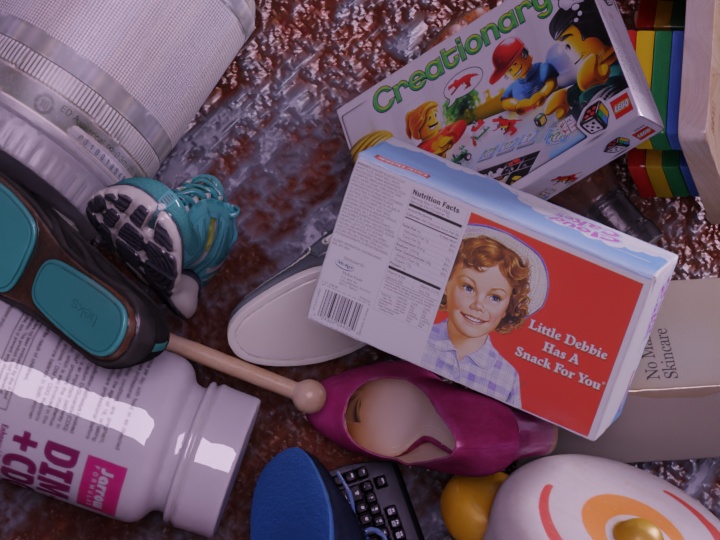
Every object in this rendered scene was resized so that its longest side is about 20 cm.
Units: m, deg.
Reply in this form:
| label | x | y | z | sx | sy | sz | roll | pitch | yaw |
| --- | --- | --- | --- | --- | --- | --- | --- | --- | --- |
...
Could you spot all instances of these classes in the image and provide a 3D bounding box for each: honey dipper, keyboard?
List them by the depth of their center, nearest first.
| label | x | y | z | sx | sy | sz | roll | pitch | yaw |
| --- | --- | --- | --- | --- | --- | --- | --- | --- | --- |
| keyboard | 0.032 | 0.215 | 1.739 | 0.104 | 0.040 | 0.200 | -19 | 79 | -7 |
| honey dipper | -0.116 | 0.052 | 1.756 | 0.200 | 0.038 | 0.038 | 22 | 76 | 10 |

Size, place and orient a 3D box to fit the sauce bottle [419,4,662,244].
| label | x | y | z | sx | sy | sz | roll | pitch | yaw |
| --- | --- | --- | --- | --- | --- | --- | --- | --- | --- |
| sauce bottle | 0.123 | -0.086 | 1.805 | 0.066 | 0.066 | 0.200 | -36 | 81 | -11 |

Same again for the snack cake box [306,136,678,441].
| label | x | y | z | sx | sy | sz | roll | pitch | yaw |
| --- | --- | --- | --- | --- | --- | --- | --- | --- | --- |
| snack cake box | 0.080 | 0.009 | 1.652 | 0.200 | 0.067 | 0.115 | 24 | 109 | 14 |

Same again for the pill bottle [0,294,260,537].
| label | x | y | z | sx | sy | sz | roll | pitch | yaw |
| --- | --- | --- | --- | --- | --- | --- | --- | --- | --- |
| pill bottle | -0.173 | 0.094 | 1.716 | 0.200 | 0.113 | 0.113 | 19 | 76 | 1 |

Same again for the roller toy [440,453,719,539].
| label | x | y | z | sx | sy | sz | roll | pitch | yaw |
| --- | --- | --- | --- | --- | --- | --- | --- | --- | --- |
| roller toy | 0.148 | 0.207 | 1.662 | 0.182 | 0.140 | 0.200 | 6 | 35 | -30 |

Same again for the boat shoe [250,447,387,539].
| label | x | y | z | sx | sy | sz | roll | pitch | yaw |
| --- | --- | --- | --- | --- | --- | --- | --- | --- | --- |
| boat shoe | -0.017 | 0.206 | 1.707 | 0.084 | 0.069 | 0.200 | -36 | 51 | 27 |

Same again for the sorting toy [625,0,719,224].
| label | x | y | z | sx | sy | sz | roll | pitch | yaw |
| --- | --- | --- | --- | --- | --- | --- | --- | --- | --- |
| sorting toy | 0.210 | -0.152 | 1.766 | 0.070 | 0.200 | 0.199 | 2 | 76 | 14 |

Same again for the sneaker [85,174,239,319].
| label | x | y | z | sx | sy | sz | roll | pitch | yaw |
| --- | --- | --- | --- | --- | --- | --- | --- | --- | --- |
| sneaker | -0.119 | -0.031 | 1.705 | 0.078 | 0.200 | 0.080 | 42 | 84 | 8 |

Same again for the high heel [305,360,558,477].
| label | x | y | z | sx | sy | sz | roll | pitch | yaw |
| --- | --- | --- | --- | --- | --- | --- | --- | --- | --- |
| high heel | 0.021 | 0.097 | 1.693 | 0.200 | 0.096 | 0.067 | 13 | 99 | 40 |

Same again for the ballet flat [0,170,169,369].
| label | x | y | z | sx | sy | sz | roll | pitch | yaw |
| --- | --- | --- | --- | --- | --- | --- | --- | --- | --- |
| ballet flat | -0.194 | 0.000 | 1.694 | 0.200 | 0.068 | 0.068 | 41 | 106 | 28 |

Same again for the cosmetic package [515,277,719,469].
| label | x | y | z | sx | sy | sz | roll | pitch | yaw |
| --- | --- | --- | --- | --- | --- | --- | --- | --- | --- |
| cosmetic package | 0.194 | 0.065 | 1.750 | 0.200 | 0.073 | 0.104 | -3 | 44 | -6 |

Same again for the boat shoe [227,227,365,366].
| label | x | y | z | sx | sy | sz | roll | pitch | yaw |
| --- | --- | --- | --- | --- | --- | --- | --- | --- | --- |
| boat shoe | 0.000 | 0.000 | 1.789 | 0.200 | 0.073 | 0.062 | -26 | 36 | -3 |

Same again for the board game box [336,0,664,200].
| label | x | y | z | sx | sy | sz | roll | pitch | yaw |
| --- | --- | --- | --- | --- | --- | --- | --- | --- | --- |
| board game box | 0.086 | -0.096 | 1.710 | 0.200 | 0.035 | 0.126 | -32 | 59 | 24 |

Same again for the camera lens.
| label | x | y | z | sx | sy | sz | roll | pitch | yaw |
| --- | --- | --- | --- | --- | --- | --- | --- | --- | --- |
| camera lens | -0.176 | -0.142 | 1.749 | 0.160 | 0.160 | 0.200 | 32 | 76 | 4 |
